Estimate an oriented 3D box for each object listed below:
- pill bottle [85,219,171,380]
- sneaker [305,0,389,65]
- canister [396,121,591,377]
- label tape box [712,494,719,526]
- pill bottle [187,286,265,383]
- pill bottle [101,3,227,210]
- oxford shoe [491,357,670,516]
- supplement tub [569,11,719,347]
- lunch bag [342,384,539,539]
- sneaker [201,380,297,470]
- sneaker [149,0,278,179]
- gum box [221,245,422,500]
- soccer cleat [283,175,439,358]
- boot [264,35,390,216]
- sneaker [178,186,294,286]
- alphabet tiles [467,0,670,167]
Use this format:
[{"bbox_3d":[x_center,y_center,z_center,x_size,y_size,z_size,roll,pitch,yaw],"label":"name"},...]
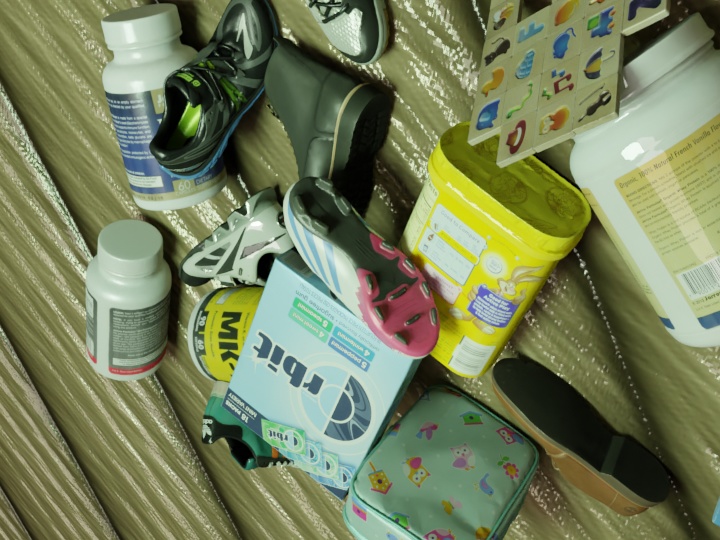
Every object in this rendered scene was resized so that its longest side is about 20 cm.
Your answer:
[{"bbox_3d":[-0.304,0.038,1.212,0.110,0.110,0.203,32,132,21],"label":"pill bottle"},{"bbox_3d":[-0.048,-0.269,0.824,0.075,0.087,0.203,-20,103,43],"label":"sneaker"},{"bbox_3d":[0.104,-0.013,0.855,0.148,0.086,0.202,39,135,15],"label":"canister"},{"bbox_3d":[0.380,0.146,0.733,0.141,0.066,0.204,23,126,28],"label":"label tape box"},{"bbox_3d":[-0.096,0.076,1.058,0.197,0.114,0.116,-2,115,40],"label":"pill bottle"},{"bbox_3d":[-0.217,-0.178,1.004,0.109,0.111,0.204,10,122,35],"label":"pill bottle"},{"bbox_3d":[0.199,0.168,0.898,0.199,0.071,0.072,42,140,11],"label":"oxford shoe"},{"bbox_3d":[0.240,-0.064,0.664,0.144,0.144,0.202,-29,96,46],"label":"supplement tub"},{"bbox_3d":[0.085,0.223,0.932,0.159,0.200,0.078,32,135,17],"label":"lunch bag"},{"bbox_3d":[-0.113,0.212,1.123,0.199,0.081,0.071,35,155,-31],"label":"sneaker"},{"bbox_3d":[-0.146,-0.186,0.921,0.070,0.083,0.202,31,94,19],"label":"sneaker"},{"bbox_3d":[-0.042,0.106,0.934,0.168,0.044,0.202,34,123,15],"label":"gum box"},{"bbox_3d":[0.000,0.000,0.861,0.201,0.069,0.086,52,158,8],"label":"soccer cleat"},{"bbox_3d":[-0.054,-0.122,0.940,0.138,0.077,0.203,37,123,24],"label":"boot"},{"bbox_3d":[-0.143,-0.009,1.072,0.199,0.074,0.089,-34,90,47],"label":"sneaker"},{"bbox_3d":[0.148,-0.172,0.660,0.007,0.204,0.166,31,147,-32],"label":"alphabet tiles"}]
